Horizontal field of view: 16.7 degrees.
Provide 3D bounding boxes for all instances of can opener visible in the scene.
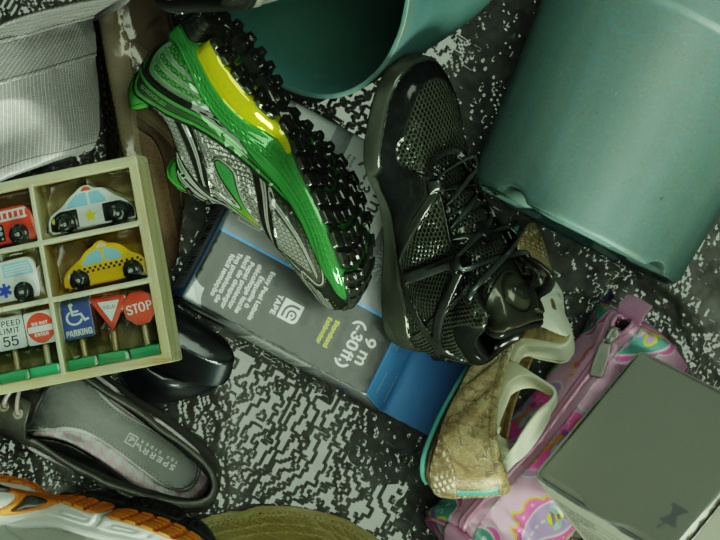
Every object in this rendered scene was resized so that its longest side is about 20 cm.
[{"bbox_3d":[-0.165,0.015,1.517,0.199,0.079,0.063,31,43,2],"label":"can opener"}]

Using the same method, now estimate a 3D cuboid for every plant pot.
[{"bbox_3d":[0.012,-0.224,1.506,0.161,0.200,0.201,-25,94,-39],"label":"plant pot"},{"bbox_3d":[0.178,-0.109,1.550,0.199,0.200,0.197,26,89,-12],"label":"plant pot"}]

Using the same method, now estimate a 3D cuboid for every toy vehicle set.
[{"bbox_3d":[-0.214,0.011,1.472,0.199,0.027,0.125,-11,89,11],"label":"toy vehicle set"}]

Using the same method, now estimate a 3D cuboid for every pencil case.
[{"bbox_3d":[0.129,0.110,1.573,0.087,0.087,0.200,41,82,-9],"label":"pencil case"}]

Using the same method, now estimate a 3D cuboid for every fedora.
[{"bbox_3d":[-0.220,-0.097,1.443,0.199,0.177,0.091,-11,97,24],"label":"fedora"}]

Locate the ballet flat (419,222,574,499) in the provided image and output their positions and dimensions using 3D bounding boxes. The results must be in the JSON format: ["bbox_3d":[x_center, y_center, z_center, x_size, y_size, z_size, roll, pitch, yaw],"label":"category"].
[{"bbox_3d":[0.099,0.060,1.544,0.065,0.071,0.201,13,63,18],"label":"ballet flat"}]

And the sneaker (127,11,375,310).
[{"bbox_3d":[-0.062,-0.059,1.485,0.085,0.078,0.200,-34,92,23],"label":"sneaker"}]

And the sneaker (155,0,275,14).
[{"bbox_3d":[-0.109,-0.199,1.456,0.087,0.199,0.074,-25,126,-41],"label":"sneaker"}]

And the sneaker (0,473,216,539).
[{"bbox_3d":[-0.179,0.179,1.478,0.199,0.076,0.093,8,94,20],"label":"sneaker"}]

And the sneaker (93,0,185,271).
[{"bbox_3d":[-0.121,-0.097,1.527,0.075,0.070,0.201,-9,91,-15],"label":"sneaker"}]

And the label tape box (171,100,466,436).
[{"bbox_3d":[0.000,0.000,1.557,0.199,0.063,0.145,28,82,-11],"label":"label tape box"}]

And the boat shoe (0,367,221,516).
[{"bbox_3d":[-0.172,0.090,1.513,0.199,0.057,0.067,29,83,-11],"label":"boat shoe"}]

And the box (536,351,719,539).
[{"bbox_3d":[0.222,0.165,1.531,0.109,0.128,0.200,-49,133,-12],"label":"box"}]

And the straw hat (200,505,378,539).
[{"bbox_3d":[-0.057,0.245,1.515,0.200,0.085,0.202,9,43,-8],"label":"straw hat"}]

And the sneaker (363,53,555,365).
[{"bbox_3d":[0.063,-0.030,1.460,0.076,0.114,0.200,-26,123,-38],"label":"sneaker"}]
